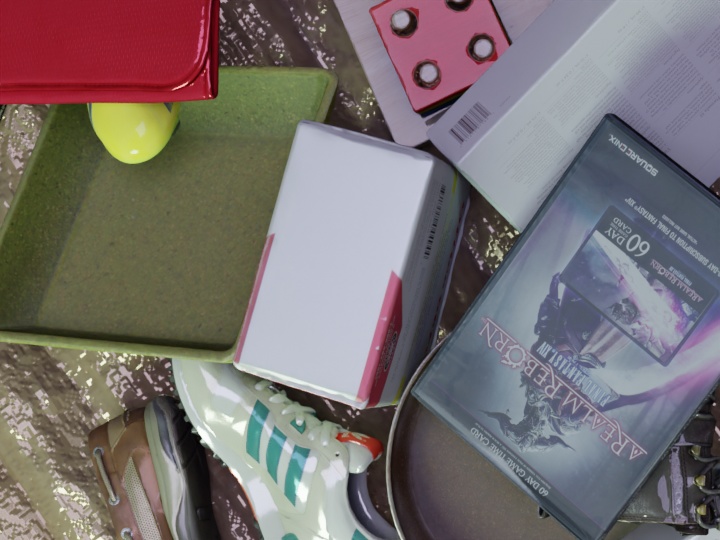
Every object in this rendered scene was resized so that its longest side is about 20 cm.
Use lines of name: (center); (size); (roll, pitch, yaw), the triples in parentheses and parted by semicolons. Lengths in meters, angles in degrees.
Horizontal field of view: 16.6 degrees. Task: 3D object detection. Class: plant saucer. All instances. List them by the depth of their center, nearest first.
plant saucer: (-0.117, -0.029, 1.477); (0.198, 0.048, 0.201); (4, 61, 29)
plant saucer: (0.109, 0.113, 1.478); (0.198, 0.032, 0.202); (-1, 96, -13)

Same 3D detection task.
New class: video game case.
video game case: (0.137, 0.034, 1.389); (0.143, 0.019, 0.201); (40, 103, 20)

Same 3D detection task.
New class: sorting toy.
sorting toy: (0.072, -0.205, 1.500); (0.199, 0.070, 0.200); (-24, 85, 5)

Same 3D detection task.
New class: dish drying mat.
dish drying mat: (-0.173, -0.137, 1.456); (0.198, 0.018, 0.078); (1, 89, 26)

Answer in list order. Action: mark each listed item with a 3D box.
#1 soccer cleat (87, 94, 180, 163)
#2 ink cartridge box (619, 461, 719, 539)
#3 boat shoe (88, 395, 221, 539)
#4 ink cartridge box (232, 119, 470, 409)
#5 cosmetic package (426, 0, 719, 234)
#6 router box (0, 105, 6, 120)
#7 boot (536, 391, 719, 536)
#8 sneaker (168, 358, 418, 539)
soccer cleat: (-0.148, -0.161, 1.488); (0.064, 0.084, 0.202); (-11, 64, 17)
ink cartridge box: (0.262, 0.156, 1.452); (0.199, 0.068, 0.115); (-38, 103, 4)
boat shoe: (-0.122, 0.181, 1.511); (0.071, 0.076, 0.202); (-14, 77, 10)
ink cartridge box: (0.000, 0.000, 1.436); (0.083, 0.200, 0.146); (15, 90, 10)
cosmetic package: (0.158, -0.100, 1.454); (0.200, 0.052, 0.151); (-45, 125, 3)
router box: (-0.312, -0.148, 1.545); (0.199, 0.062, 0.151); (21, 89, 7)
boot: (0.193, 0.063, 1.408); (0.198, 0.069, 0.176); (-6, 84, 25)
sneaker: (-0.036, 0.103, 1.491); (0.093, 0.070, 0.201); (-29, 89, 22)
